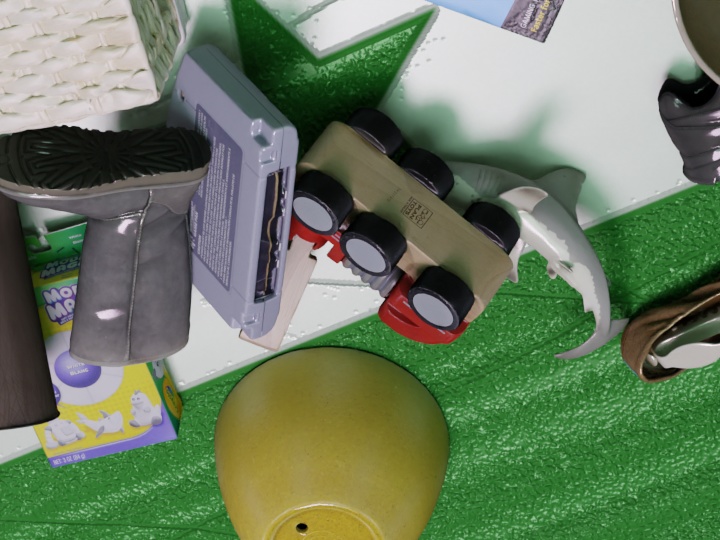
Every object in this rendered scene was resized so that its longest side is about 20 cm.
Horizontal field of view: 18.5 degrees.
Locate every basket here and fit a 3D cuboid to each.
[{"bbox_3d":[-0.238,-0.184,1.588,0.199,0.124,0.136,-11,122,8],"label":"basket"},{"bbox_3d":[-0.321,0.014,1.678,0.179,0.136,0.201,-1,97,10],"label":"basket"}]

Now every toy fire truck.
[{"bbox_3d":[0.000,0.000,1.701,0.176,0.129,0.200,38,152,-3],"label":"toy fire truck"}]

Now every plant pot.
[{"bbox_3d":[-0.026,0.185,1.800,0.199,0.142,0.201,1,122,1],"label":"plant pot"}]

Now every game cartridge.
[{"bbox_3d":[-0.101,-0.063,1.656,0.041,0.133,0.201,-22,139,-32],"label":"game cartridge"}]

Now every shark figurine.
[{"bbox_3d":[0.158,-0.028,1.703,0.215,0.090,0.128,46,147,-15],"label":"shark figurine"}]

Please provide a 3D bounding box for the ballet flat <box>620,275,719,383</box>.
[{"bbox_3d":[0.294,0.034,1.735,0.199,0.072,0.068,-27,119,17],"label":"ballet flat"}]

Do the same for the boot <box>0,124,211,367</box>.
[{"bbox_3d":[-0.201,-0.014,1.653,0.181,0.073,0.201,1,138,-18],"label":"boot"}]

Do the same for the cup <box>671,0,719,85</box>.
[{"bbox_3d":[0.308,-0.230,1.527,0.199,0.144,0.201,1,122,1],"label":"cup"}]

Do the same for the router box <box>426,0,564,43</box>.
[{"bbox_3d":[0.100,-0.277,1.558,0.148,0.051,0.201,18,121,-7],"label":"router box"}]

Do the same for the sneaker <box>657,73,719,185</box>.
[{"bbox_3d":[0.311,-0.141,1.628,0.199,0.076,0.091,-29,111,17],"label":"sneaker"}]

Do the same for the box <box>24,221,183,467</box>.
[{"bbox_3d":[-0.230,0.059,1.786,0.117,0.048,0.201,-14,119,11],"label":"box"}]
